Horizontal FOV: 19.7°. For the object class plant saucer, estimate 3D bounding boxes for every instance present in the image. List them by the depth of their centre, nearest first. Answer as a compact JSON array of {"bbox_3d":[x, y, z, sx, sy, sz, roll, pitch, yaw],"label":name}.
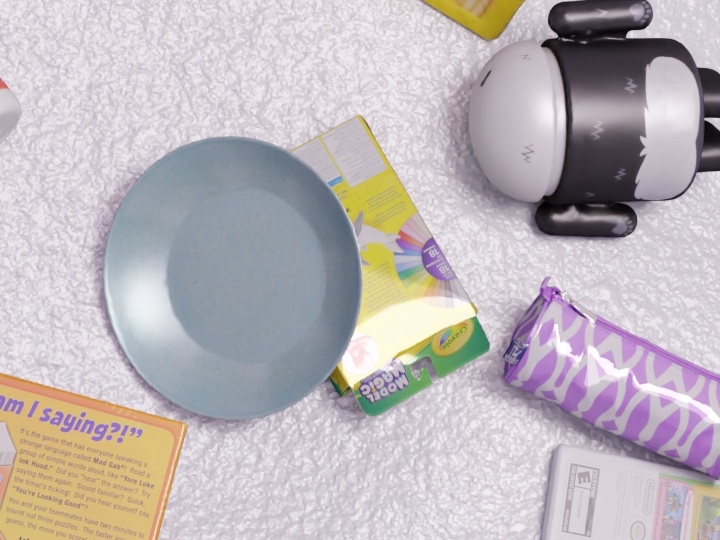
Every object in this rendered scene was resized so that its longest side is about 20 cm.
[{"bbox_3d":[-0.087,0.005,1.478,0.200,0.039,0.203,1,92,19],"label":"plant saucer"}]

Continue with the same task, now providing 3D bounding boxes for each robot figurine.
[{"bbox_3d":[0.179,-0.112,1.538,0.199,0.125,0.151,-2,72,-10],"label":"robot figurine"}]

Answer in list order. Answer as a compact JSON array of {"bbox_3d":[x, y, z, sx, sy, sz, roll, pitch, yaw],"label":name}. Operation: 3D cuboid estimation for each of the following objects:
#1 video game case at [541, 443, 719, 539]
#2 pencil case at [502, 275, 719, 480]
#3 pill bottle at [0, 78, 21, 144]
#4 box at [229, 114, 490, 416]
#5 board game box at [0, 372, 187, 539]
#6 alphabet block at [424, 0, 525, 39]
[{"bbox_3d":[0.216,0.242,1.513,0.181,0.022,0.201,12,74,-7],"label":"video game case"},{"bbox_3d":[0.200,0.079,1.514,0.199,0.084,0.086,25,111,-5],"label":"pencil case"},{"bbox_3d":[-0.343,-0.155,1.463,0.111,0.111,0.200,-40,86,-16],"label":"pill bottle"},{"bbox_3d":[0.000,0.000,1.519,0.117,0.048,0.201,-28,80,-15],"label":"box"},{"bbox_3d":[-0.240,0.184,1.355,0.199,0.200,0.201,16,75,-5],"label":"board game box"},{"bbox_3d":[0.088,-0.325,1.533,0.195,0.196,0.201,32,74,0],"label":"alphabet block"}]
